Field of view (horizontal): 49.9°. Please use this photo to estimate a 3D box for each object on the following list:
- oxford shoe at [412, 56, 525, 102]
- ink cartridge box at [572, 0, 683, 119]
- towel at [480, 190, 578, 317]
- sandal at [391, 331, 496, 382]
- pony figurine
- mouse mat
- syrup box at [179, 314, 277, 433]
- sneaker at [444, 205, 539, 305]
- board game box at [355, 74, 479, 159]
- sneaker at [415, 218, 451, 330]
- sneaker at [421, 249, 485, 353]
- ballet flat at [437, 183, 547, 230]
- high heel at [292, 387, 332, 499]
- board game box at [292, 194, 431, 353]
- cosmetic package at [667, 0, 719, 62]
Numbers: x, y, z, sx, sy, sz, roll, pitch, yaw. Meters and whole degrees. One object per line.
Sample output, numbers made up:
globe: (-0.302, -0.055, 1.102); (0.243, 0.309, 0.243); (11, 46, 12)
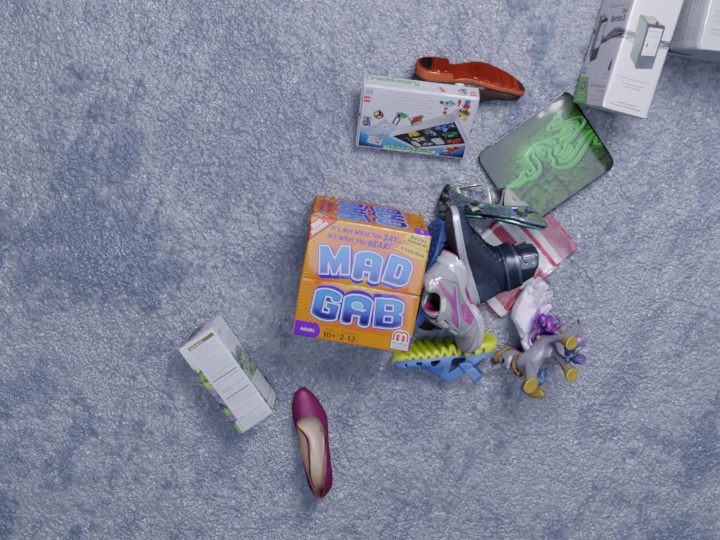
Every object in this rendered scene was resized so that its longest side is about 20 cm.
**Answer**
oxford shoe: (0.185, -0.315, 1.338); (0.197, 0.072, 0.073); (10, 132, -5)
ink cartridge box: (0.437, -0.363, 1.272); (0.083, 0.146, 0.203); (12, 104, -7)
towel: (0.282, -0.027, 1.422); (0.200, 0.023, 0.144); (-44, 99, 10)
sandal: (0.157, 0.171, 1.446); (0.196, 0.080, 0.089); (-4, 108, 2)
pony figurine: (0.324, 0.136, 1.389); (0.193, 0.200, 0.167); (-45, 105, -2)
mouse mat: (0.329, -0.195, 1.375); (0.199, 0.008, 0.162); (-36, 94, 5)
syrup box: (-0.245, 0.192, 1.448); (0.081, 0.079, 0.201); (-33, 102, 8)
sneaker: (0.230, -0.044, 1.349); (0.144, 0.077, 0.204); (-19, 123, 3)
board game box: (0.095, -0.261, 1.327); (0.196, 0.035, 0.127); (7, 135, -2)
sneaker: (0.141, 0.010, 1.415); (0.077, 0.070, 0.203); (10, 98, -26)
sneaker: (0.151, 0.068, 1.348); (0.088, 0.081, 0.202); (-32, 117, -19)
ballet flat: (0.234, -0.117, 1.362); (0.197, 0.074, 0.076); (9, 105, 11)
high heel: (-0.089, 0.328, 1.473); (0.066, 0.096, 0.203); (-16, 104, 4)
board game box: (0.000, 0.000, 1.336); (0.197, 0.200, 0.203); (10, 105, -3)
cosmetic package: (0.589, -0.422, 1.230); (0.162, 0.200, 0.168); (8, 104, -2)
